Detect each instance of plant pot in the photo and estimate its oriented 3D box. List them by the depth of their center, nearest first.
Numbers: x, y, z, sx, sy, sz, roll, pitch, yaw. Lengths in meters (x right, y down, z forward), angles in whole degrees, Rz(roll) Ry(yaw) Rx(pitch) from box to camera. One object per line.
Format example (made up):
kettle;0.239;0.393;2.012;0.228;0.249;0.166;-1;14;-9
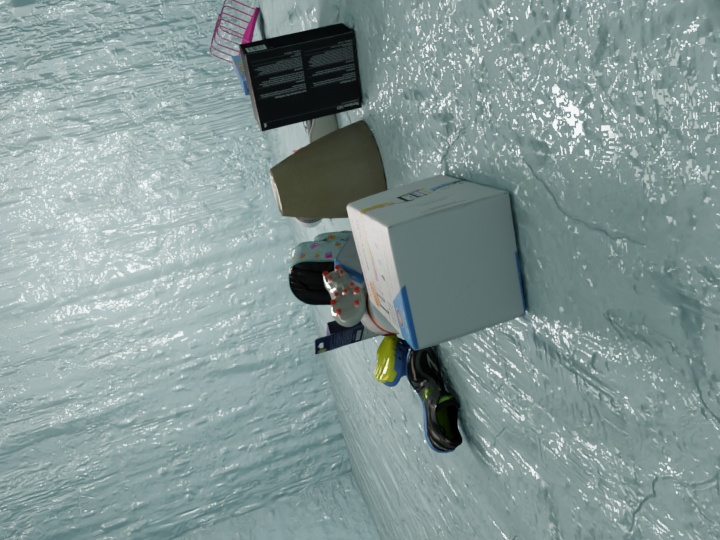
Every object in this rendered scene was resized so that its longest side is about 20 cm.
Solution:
plant pot;-0.071;-0.177;1.175;0.187;0.198;0.190;163;90;-80

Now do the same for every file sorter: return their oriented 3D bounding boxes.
file sorter;-0.461;-0.859;2.154;0.200;0.124;0.141;-19;59;64

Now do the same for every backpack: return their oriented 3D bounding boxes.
backpack;-0.075;-0.002;1.458;0.177;0.197;0.155;83;-177;-47

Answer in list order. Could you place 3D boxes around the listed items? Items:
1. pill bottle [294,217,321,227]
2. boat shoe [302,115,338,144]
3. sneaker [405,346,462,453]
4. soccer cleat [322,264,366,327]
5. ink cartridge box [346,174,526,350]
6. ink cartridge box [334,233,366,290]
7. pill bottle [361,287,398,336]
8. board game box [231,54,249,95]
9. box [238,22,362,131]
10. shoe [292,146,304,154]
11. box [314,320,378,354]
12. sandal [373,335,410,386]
pill bottle;-0.156;-0.210;1.800;0.200;0.113;0.115;107;146;-71
boat shoe;-0.098;-0.354;1.394;0.062;0.074;0.202;-128;25;-59
sneaker;0.139;0.222;1.067;0.083;0.070;0.202;-32;70;56
soccer cleat;-0.023;0.058;1.101;0.200;0.069;0.078;-119;5;-64
ink cartridge box;0.084;-0.021;0.735;0.200;0.143;0.149;-136;31;-71
ink cartridge box;0.000;0.000;1.261;0.067;0.116;0.201;27;153;13
pill bottle;0.054;0.067;1.124;0.200;0.108;0.111;135;119;-78
board game box;-0.166;-0.438;1.280;0.152;0.198;0.037;-118;16;-47
box;-0.107;-0.354;1.091;0.079;0.198;0.143;-121;19;-53
shoe;-0.179;-0.333;1.879;0.200;0.071;0.092;179;76;-74
box;-0.007;0.126;1.282;0.121;0.198;0.033;100;152;-66
sandal;0.077;0.175;1.163;0.080;0.086;0.200;-61;0;14
